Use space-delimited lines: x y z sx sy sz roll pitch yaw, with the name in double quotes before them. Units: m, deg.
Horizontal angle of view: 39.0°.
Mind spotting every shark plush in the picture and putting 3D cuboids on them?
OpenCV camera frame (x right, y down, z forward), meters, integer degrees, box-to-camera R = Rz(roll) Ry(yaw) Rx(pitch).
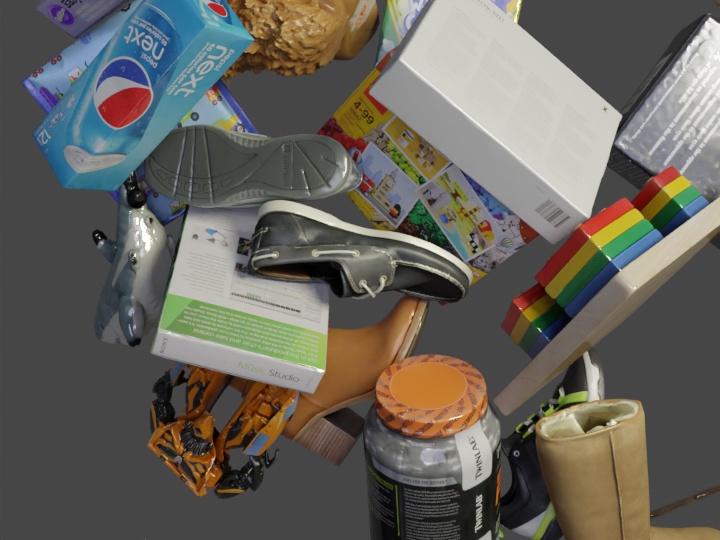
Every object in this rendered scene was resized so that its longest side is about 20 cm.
"shark plush" -0.227 -0.014 0.958 0.083 0.091 0.201 15 127 27

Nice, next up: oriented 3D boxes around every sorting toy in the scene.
"sorting toy" 0.204 0.008 0.867 0.200 0.199 0.070 -30 72 -39

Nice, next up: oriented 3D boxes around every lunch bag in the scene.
"lunch bag" -0.195 -0.140 0.976 0.150 0.094 0.200 -35 99 1

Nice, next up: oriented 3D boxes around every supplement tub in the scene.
"supplement tub" 0.065 0.184 0.913 0.122 0.123 0.201 -2 121 3

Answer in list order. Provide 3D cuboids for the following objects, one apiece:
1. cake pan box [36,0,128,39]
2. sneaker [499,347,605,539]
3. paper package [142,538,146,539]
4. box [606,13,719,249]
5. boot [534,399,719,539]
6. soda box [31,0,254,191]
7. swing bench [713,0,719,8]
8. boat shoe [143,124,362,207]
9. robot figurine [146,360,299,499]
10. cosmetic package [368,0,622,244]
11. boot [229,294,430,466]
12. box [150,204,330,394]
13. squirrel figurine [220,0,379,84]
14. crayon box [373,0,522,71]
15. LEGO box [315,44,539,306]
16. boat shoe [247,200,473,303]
"cake pan box" -0.186 -0.318 0.889 0.052 0.184 0.201 37 59 -33
"sneaker" 0.174 0.164 0.968 0.083 0.072 0.201 16 93 3
"paper package" -0.185 0.402 0.978 0.200 0.103 0.191 33 95 1
"box" 0.340 -0.112 0.934 0.200 0.104 0.148 38 93 1
"boot" 0.257 0.209 0.926 0.175 0.066 0.201 -16 112 -10
"soda box" -0.187 -0.154 0.863 0.200 0.068 0.064 -42 73 24
"swing bench" 0.377 -0.342 0.912 0.199 0.130 0.200 -45 89 4
"boat shoe" -0.100 -0.091 0.921 0.201 0.065 0.075 0 84 17
"robot figurine" -0.133 0.130 0.954 0.145 0.058 0.200 41 120 11
"cosmetic package" 0.119 -0.139 0.851 0.200 0.052 0.151 38 49 -10
"boot" -0.036 0.071 0.971 0.155 0.077 0.200 35 112 7
"box" -0.099 0.013 0.910 0.144 0.200 0.036 16 128 -11
"squirrel figurine" -0.087 -0.262 0.914 0.186 0.142 0.200 26 57 9
"crayon box" 0.092 -0.272 0.968 0.125 0.052 0.201 11 92 2
"LEGO box" 0.071 -0.091 0.924 0.200 0.077 0.149 49 135 1
"boat shoe" 0.000 0.000 0.895 0.199 0.072 0.068 15 59 -6
